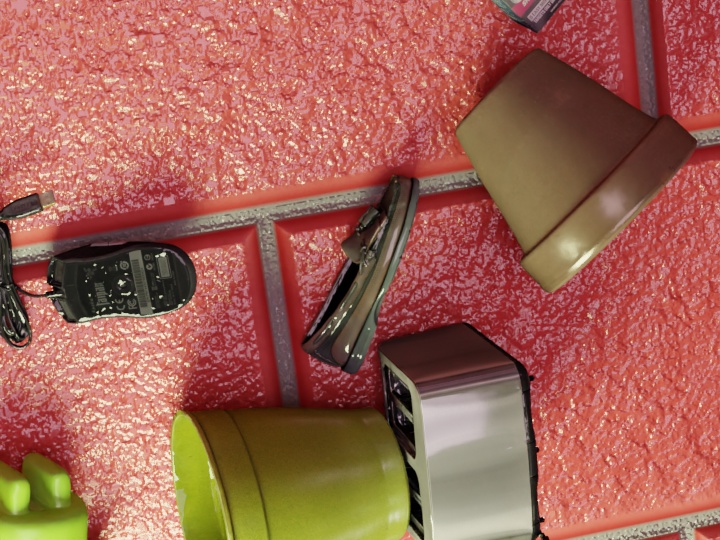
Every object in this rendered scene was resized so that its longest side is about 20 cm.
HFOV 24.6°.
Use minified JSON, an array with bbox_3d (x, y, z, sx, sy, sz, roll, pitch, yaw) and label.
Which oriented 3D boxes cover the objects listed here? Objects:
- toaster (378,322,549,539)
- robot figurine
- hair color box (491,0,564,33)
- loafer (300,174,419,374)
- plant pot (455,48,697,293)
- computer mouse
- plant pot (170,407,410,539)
[{"bbox_3d":[0.096,0.165,1.571,0.117,0.200,0.183,-10,105,-13],"label":"toaster"},{"bbox_3d":[-0.317,0.279,1.558,0.174,0.115,0.202,-5,104,-41],"label":"robot figurine"},{"bbox_3d":[0.118,-0.321,1.519,0.199,0.061,0.100,37,95,-26],"label":"hair color box"},{"bbox_3d":[0.000,0.000,1.584,0.062,0.072,0.202,17,101,-8],"label":"loafer"},{"bbox_3d":[0.188,-0.110,1.546,0.200,0.200,0.175,-44,89,1],"label":"plant pot"},{"bbox_3d":[-0.257,-0.015,1.544,0.198,0.046,0.142,-13,109,4],"label":"computer mouse"},{"bbox_3d":[-0.061,0.213,1.567,0.191,0.200,0.203,-10,104,-19],"label":"plant pot"}]
